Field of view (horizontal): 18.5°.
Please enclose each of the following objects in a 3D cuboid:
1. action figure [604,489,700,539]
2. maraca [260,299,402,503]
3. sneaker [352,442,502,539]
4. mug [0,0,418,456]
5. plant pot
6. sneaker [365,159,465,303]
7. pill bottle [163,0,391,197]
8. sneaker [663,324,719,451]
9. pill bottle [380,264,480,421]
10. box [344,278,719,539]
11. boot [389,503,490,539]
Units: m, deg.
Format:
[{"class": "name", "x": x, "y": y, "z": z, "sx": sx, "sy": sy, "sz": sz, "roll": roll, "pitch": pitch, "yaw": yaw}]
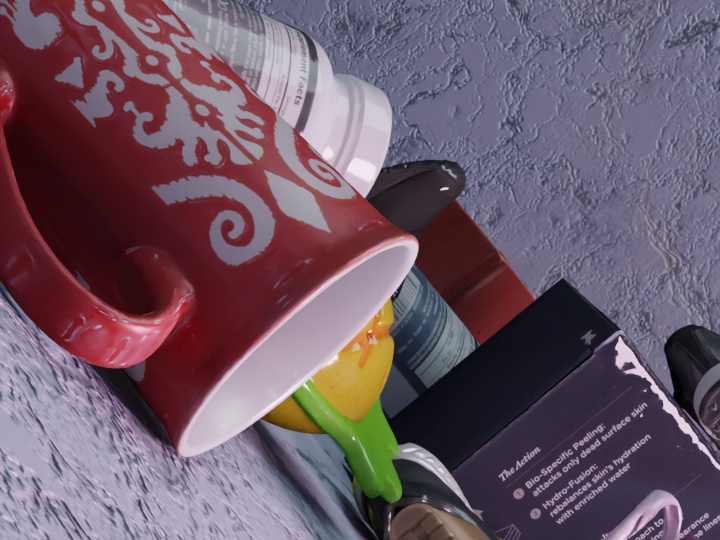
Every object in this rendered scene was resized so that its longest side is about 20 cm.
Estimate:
[{"class": "action figure", "x": 0.149, "y": 0.237, "z": 1.137, "sx": 0.149, "sy": 0.134, "sz": 0.200, "roll": 43, "pitch": -32, "yaw": 22}, {"class": "maraca", "x": -0.029, "y": 0.038, "z": 1.197, "sx": 0.200, "sy": 0.107, "sz": 0.137, "roll": 58, "pitch": 16, "yaw": -24}, {"class": "sneaker", "x": 0.069, "y": 0.191, "z": 1.318, "sx": 0.200, "sy": 0.074, "sz": 0.085, "roll": 42, "pitch": 9, "yaw": -8}, {"class": "mug", "x": -0.092, "y": -0.043, "z": 0.918, "sx": 0.200, "sy": 0.133, "sz": 0.178, "roll": 48, "pitch": 0, "yaw": 12}, {"class": "plant pot", "x": 0.050, "y": 0.047, "z": 1.795, "sx": 0.200, "sy": 0.176, "sz": 0.200, "roll": 50, "pitch": 2, "yaw": -40}, {"class": "sneaker", "x": 0.000, "y": 0.000, "z": 1.431, "sx": 0.076, "sy": 0.200, "sz": 0.091, "roll": -8, "pitch": 64, "yaw": -54}, {"class": "pill bottle", "x": -0.088, "y": -0.103, "z": 1.325, "sx": 0.200, "sy": 0.116, "sz": 0.116, "roll": 23, "pitch": 16, "yaw": -28}, {"class": "sneaker", "x": 0.257, "y": 0.096, "z": 1.470, "sx": 0.200, "sy": 0.066, "sz": 0.091, "roll": 47, "pitch": 6, "yaw": -46}, {"class": "pill bottle", "x": 0.021, "y": 0.067, "z": 1.587, "sx": 0.200, "sy": 0.120, "sz": 0.120, "roll": 51, "pitch": 2, "yaw": -26}, {"class": "box", "x": 0.132, "y": 0.150, "z": 1.461, "sx": 0.200, "sy": 0.197, "sz": 0.117, "roll": 50, "pitch": 1, "yaw": -23}, {"class": "boot", "x": 0.089, "y": 0.216, "z": 1.132, "sx": 0.200, "sy": 0.072, "sz": 0.166, "roll": 58, "pitch": 2, "yaw": 34}]
